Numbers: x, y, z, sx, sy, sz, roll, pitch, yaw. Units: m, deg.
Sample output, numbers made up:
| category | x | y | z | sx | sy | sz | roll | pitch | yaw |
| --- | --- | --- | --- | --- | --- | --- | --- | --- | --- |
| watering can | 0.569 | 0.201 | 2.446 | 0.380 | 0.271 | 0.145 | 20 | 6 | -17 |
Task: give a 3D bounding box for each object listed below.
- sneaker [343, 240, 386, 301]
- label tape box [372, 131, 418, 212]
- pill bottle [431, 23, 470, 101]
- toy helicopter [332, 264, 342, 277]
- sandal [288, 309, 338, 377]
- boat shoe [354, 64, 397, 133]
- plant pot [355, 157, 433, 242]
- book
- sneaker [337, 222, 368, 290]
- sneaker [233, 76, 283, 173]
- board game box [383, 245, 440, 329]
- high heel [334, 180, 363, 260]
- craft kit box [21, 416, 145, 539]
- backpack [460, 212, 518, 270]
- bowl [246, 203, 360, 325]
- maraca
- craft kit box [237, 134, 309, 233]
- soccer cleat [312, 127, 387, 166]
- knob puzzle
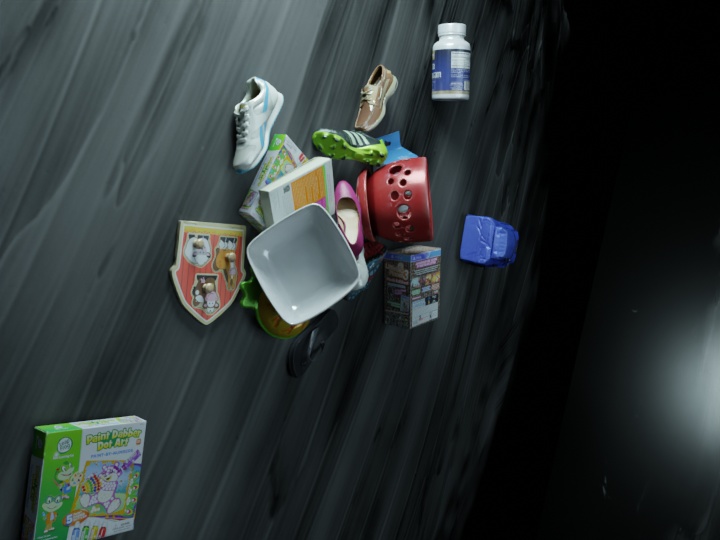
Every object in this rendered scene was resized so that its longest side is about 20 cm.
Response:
| category | x | y | z | sx | sy | sz | roll | pitch | yaw |
| --- | --- | --- | --- | --- | --- | --- | --- | --- | --- |
| sneaker | 0.000 | 0.000 | 1.802 | 0.200 | 0.078 | 0.097 | -46 | 153 | -41 |
| label tape box | 0.096 | -0.257 | 1.876 | 0.143 | 0.062 | 0.206 | -28 | 118 | -49 |
| pill bottle | 0.258 | -0.590 | 1.998 | 0.110 | 0.109 | 0.207 | -12 | 105 | -51 |
| toy helicopter | -0.062 | -0.011 | 1.595 | 0.077 | 0.200 | 0.136 | -18 | 109 | -6 |
| sandal | -0.109 | 0.170 | 1.690 | 0.202 | 0.042 | 0.077 | -55 | 135 | -32 |
| boat shoe | 0.027 | -0.428 | 1.751 | 0.072 | 0.074 | 0.204 | 46 | 54 | -38 |
| plant pot | 0.087 | -0.166 | 1.730 | 0.200 | 0.177 | 0.207 | -6 | 90 | -80 |
| book | -0.132 | -0.148 | 1.534 | 0.199 | 0.047 | 0.137 | -37 | 129 | -43 |
| sneaker | -0.027 | -0.050 | 1.682 | 0.202 | 0.071 | 0.118 | -97 | 173 | -56 |
| sneaker | -0.226 | -0.294 | 1.432 | 0.080 | 0.075 | 0.206 | 32 | 64 | -42 |
| board game box | 0.145 | 0.043 | 1.968 | 0.157 | 0.095 | 0.207 | -12 | 105 | -52 |
| high heel | -0.024 | -0.127 | 1.602 | 0.097 | 0.065 | 0.206 | 94 | -16 | -70 |
| craft kit box | -0.475 | 0.365 | 1.218 | 0.198 | 0.047 | 0.204 | 6 | 89 | -54 |
| backpack | 0.429 | -0.081 | 2.280 | 0.198 | 0.164 | 0.168 | 10 | 95 | -57 |
| bowl | -0.116 | -0.012 | 1.452 | 0.197 | 0.075 | 0.203 | -31 | 93 | -4 |
| maraca | -0.181 | 0.065 | 1.525 | 0.200 | 0.106 | 0.139 | 43 | 69 | -35 |
| craft kit box | -0.162 | -0.159 | 1.561 | 0.200 | 0.048 | 0.202 | 43 | 65 | -48 |
| soccer cleat | -0.027 | -0.303 | 1.674 | 0.195 | 0.068 | 0.083 | 12 | 43 | -24 |
| knob puzzle | -0.298 | 0.008 | 1.415 | 0.217 | 0.030 | 0.227 | -15 | 108 | -52 |
